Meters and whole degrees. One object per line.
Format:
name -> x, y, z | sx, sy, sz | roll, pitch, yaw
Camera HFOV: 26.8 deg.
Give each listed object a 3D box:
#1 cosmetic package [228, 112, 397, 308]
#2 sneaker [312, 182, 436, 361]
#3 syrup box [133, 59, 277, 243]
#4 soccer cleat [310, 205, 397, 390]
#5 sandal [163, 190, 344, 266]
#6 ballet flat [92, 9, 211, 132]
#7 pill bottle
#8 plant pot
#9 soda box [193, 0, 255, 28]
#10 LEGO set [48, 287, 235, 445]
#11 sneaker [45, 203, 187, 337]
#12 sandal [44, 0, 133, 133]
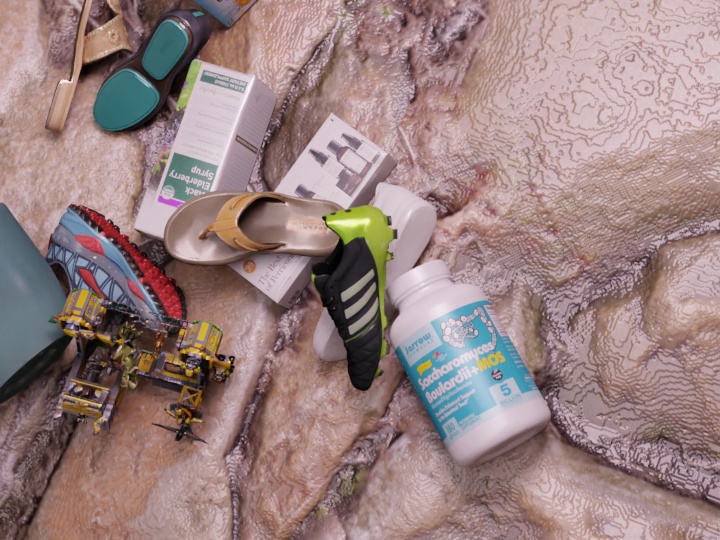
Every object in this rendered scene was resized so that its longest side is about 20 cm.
cosmetic package -> -0.055, -0.064, 1.632 | 0.083, 0.051, 0.200 | 36, 92, 18
sneaker -> 0.000, 0.000, 1.606 | 0.088, 0.075, 0.200 | 35, 95, 38
syrup box -> -0.169, -0.119, 1.656 | 0.079, 0.081, 0.200 | 18, 85, 18
soccer cleat -> -0.011, 0.029, 1.521 | 0.081, 0.068, 0.200 | -2, 113, -11
sandal -> -0.108, -0.047, 1.577 | 0.200, 0.054, 0.080 | 0, 84, 4
ballet flat -> -0.227, -0.226, 1.686 | 0.200, 0.073, 0.073 | -41, 70, 41
pill bottle -> 0.101, 0.091, 1.534 | 0.111, 0.111, 0.200 | -31, 75, 9
plant pot -> -0.410, 0.051, 1.641 | 0.201, 0.201, 0.161 | -44, 86, 5
soda box -> -0.173, -0.331, 1.627 | 0.068, 0.200, 0.064 | -44, 73, 6
LEGO set -> -0.241, 0.115, 1.588 | 0.200, 0.154, 0.116 | 19, 58, -4
sneaker -> -0.273, 0.018, 1.675 | 0.200, 0.079, 0.096 | 44, 104, 25
sandal -> -0.298, -0.253, 1.732 | 0.070, 0.078, 0.212 | 17, 94, -14
